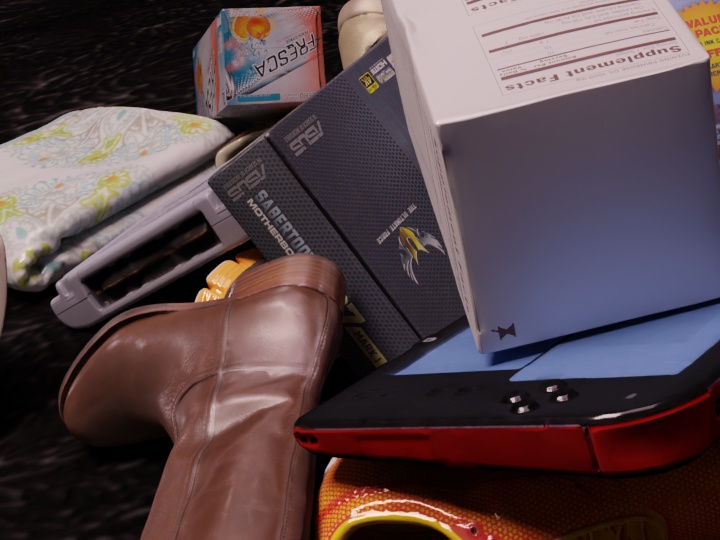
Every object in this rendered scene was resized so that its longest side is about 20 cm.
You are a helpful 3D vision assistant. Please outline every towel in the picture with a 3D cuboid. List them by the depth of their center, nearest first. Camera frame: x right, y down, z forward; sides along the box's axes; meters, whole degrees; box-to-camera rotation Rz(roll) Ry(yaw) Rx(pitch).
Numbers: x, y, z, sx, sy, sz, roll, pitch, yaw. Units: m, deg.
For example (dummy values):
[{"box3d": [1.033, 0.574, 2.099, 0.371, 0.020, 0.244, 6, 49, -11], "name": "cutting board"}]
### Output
[{"box3d": [-0.204, -0.056, 1.121, 0.170, 0.048, 0.200, 11, 35, 43], "name": "towel"}]

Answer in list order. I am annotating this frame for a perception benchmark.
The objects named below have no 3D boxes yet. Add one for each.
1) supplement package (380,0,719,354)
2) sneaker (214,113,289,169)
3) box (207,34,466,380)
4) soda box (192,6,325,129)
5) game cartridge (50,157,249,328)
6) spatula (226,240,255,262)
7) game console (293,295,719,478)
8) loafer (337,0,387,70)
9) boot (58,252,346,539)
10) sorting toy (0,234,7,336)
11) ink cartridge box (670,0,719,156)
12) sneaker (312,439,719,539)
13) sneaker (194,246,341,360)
[{"box3d": [0.078, -0.072, 0.725, 0.109, 0.114, 0.200, -13, 32, 0], "name": "supplement package"}, {"box3d": [-0.015, -0.062, 1.039, 0.075, 0.071, 0.199, -17, 13, -34], "name": "sneaker"}, {"box3d": [0.029, -0.034, 0.859, 0.051, 0.158, 0.200, -33, 7, 38], "name": "box"}, {"box3d": [-0.073, -0.136, 1.141, 0.068, 0.064, 0.200, -4, 0, -11], "name": "soda box"}, {"box3d": [-0.083, -0.035, 0.953, 0.199, 0.042, 0.133, -26, 7, 45], "name": "game cartridge"}, {"box3d": [-0.067, -0.023, 1.031, 0.056, 0.021, 0.200, -34, 22, -2], "name": "spatula"}, {"box3d": [0.093, 0.032, 0.685, 0.176, 0.031, 0.200, 0, 17, 38], "name": "game console"}, {"box3d": [0.079, -0.121, 1.052, 0.198, 0.076, 0.069, 10, 70, 5], "name": "loafer"}, {"box3d": [-0.088, 0.099, 0.733, 0.186, 0.064, 0.201, -31, 34, 32], "name": "boot"}, {"box3d": [-0.300, 0.051, 0.888, 0.199, 0.108, 0.180, -26, 21, -30], "name": "sorting toy"}, {"box3d": [0.155, -0.086, 0.879, 0.135, 0.076, 0.201, -13, 67, -7], "name": "ink cartridge box"}, {"box3d": [0.077, 0.104, 0.665, 0.198, 0.073, 0.077, -8, 43, 18], "name": "sneaker"}, {"box3d": [0.000, 0.000, 0.903, 0.077, 0.079, 0.200, 16, 44, 38], "name": "sneaker"}]
